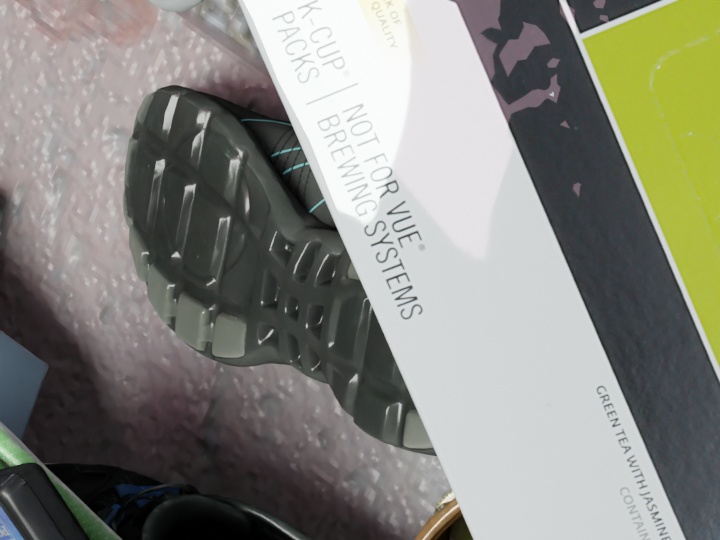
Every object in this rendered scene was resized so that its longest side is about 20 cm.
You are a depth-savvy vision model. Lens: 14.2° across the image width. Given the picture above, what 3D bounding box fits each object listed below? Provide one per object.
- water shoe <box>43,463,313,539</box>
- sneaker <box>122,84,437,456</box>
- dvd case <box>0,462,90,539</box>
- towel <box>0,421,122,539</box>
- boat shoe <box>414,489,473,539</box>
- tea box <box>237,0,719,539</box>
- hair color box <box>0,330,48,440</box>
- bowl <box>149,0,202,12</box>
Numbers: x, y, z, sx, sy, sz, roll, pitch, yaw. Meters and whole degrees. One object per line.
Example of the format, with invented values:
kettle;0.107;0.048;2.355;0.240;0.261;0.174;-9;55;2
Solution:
water shoe;-0.057;0.088;0.884;0.199;0.072;0.079;17;145;31
sneaker;0.000;0.000;0.855;0.200;0.079;0.076;35;121;45
dvd case;-0.079;0.148;0.848;0.142;0.018;0.201;-17;109;53
towel;-0.099;0.129;0.889;0.152;0.023;0.200;42;146;10
boat shoe;0.097;0.061;0.797;0.199;0.074;0.076;-28;83;33
tea box;0.098;-0.043;0.665;0.196;0.134;0.201;-20;101;16
hair color box;-0.205;0.062;0.953;0.099;0.061;0.200;38;135;-24
bowl;-0.082;-0.177;0.799;0.201;0.090;0.203;-176;90;-73
